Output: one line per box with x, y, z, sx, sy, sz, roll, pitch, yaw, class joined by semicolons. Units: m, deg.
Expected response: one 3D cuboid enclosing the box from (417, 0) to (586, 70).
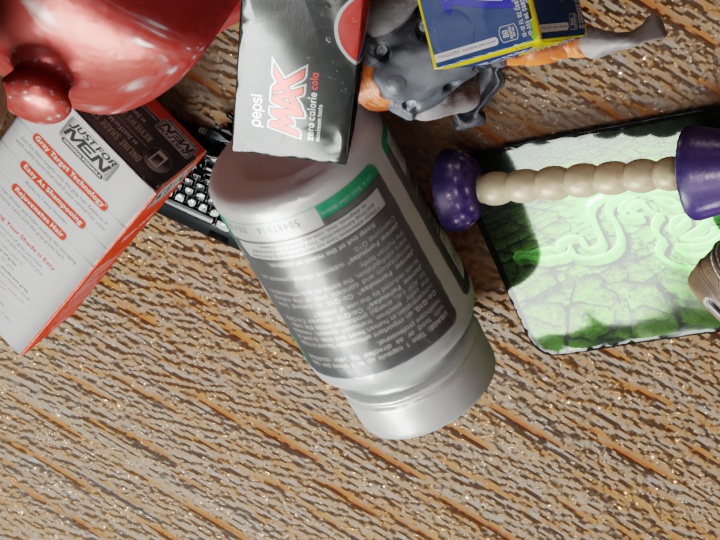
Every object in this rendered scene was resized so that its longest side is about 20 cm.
0.057;-0.212;1.521;0.070;0.064;0.200;-15;90;29;box

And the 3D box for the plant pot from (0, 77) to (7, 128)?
-0.282;-0.138;1.511;0.200;0.200;0.184;-3;128;23;plant pot

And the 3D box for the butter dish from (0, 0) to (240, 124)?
-0.164;-0.152;1.614;0.200;0.148;0.199;29;156;-21;butter dish

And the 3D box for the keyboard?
-0.081;-0.047;1.777;0.200;0.040;0.104;23;131;1;keyboard

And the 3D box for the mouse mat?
0.170;-0.022;1.723;0.200;0.008;0.161;-10;122;26;mouse mat

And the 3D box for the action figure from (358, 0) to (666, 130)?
0.046;-0.159;1.603;0.193;0.105;0.200;-27;115;25;action figure

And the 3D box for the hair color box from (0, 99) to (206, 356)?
-0.190;-0.043;1.783;0.102;0.061;0.200;46;135;2;hair color box

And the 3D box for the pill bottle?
0.000;0.000;1.711;0.113;0.113;0.200;-11;126;28;pill bottle

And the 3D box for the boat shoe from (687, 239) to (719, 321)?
0.276;0.053;1.701;0.072;0.072;0.200;-32;104;35;boat shoe

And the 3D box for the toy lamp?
0.144;-0.054;1.669;0.200;0.058;0.058;-2;125;25;toy lamp

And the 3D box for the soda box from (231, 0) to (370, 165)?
-0.029;-0.155;1.530;0.071;0.063;0.200;7;132;1;soda box
